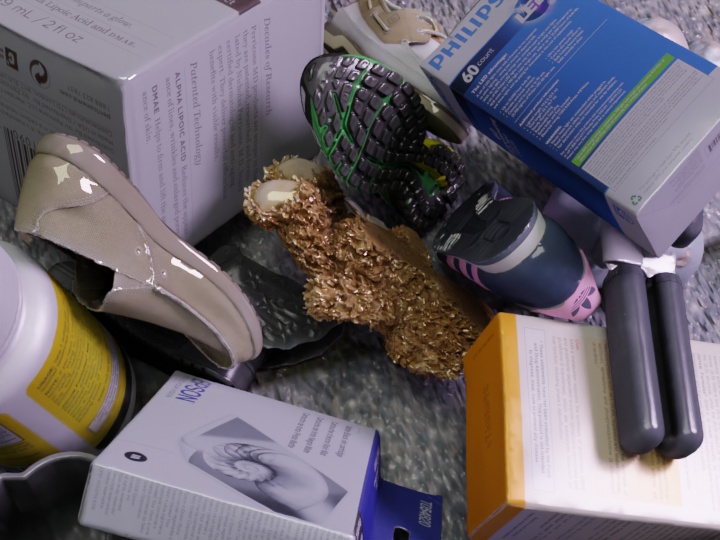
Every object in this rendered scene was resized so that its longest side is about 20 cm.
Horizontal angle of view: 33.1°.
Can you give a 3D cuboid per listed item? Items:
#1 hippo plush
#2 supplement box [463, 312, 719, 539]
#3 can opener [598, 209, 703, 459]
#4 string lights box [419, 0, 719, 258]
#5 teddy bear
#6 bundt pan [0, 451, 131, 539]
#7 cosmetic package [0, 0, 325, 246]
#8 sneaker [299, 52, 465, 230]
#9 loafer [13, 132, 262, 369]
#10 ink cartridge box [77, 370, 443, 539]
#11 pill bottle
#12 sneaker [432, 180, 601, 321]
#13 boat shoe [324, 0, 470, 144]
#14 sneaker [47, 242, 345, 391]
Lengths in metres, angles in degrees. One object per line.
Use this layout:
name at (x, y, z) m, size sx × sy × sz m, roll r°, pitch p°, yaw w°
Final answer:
hippo plush at (0.182, -0.072, 0.852) m, size 0.198 × 0.159 × 0.163 m, roll 10°, pitch 67°, yaw -14°
supplement box at (0.168, 0.109, 0.762) m, size 0.198 × 0.074 × 0.127 m, roll 9°, pitch 59°, yaw -12°
can opener at (0.181, 0.010, 0.737) m, size 0.053 × 0.067 × 0.202 m, roll 9°, pitch 59°, yaw -16°
string lights box at (0.140, -0.109, 0.760) m, size 0.103 × 0.059 × 0.200 m, roll -47°, pitch 52°, yaw -1°
teddy bear at (0.000, 0.000, 0.835) m, size 0.199 × 0.067 × 0.145 m, roll 35°, pitch 21°, yaw -19°
bundt pan at (-0.164, 0.214, 0.719) m, size 0.199 × 0.076 × 0.204 m, roll 0°, pitch 58°, yaw -1°
cosmetic package at (-0.147, -0.134, 0.853) m, size 0.164 × 0.166 × 0.200 m, roll 27°, pitch 47°, yaw 24°
sneaker at (0.002, -0.093, 0.855) m, size 0.085 × 0.200 × 0.078 m, roll 32°, pitch 84°, yaw 29°
loafer at (-0.139, 0.003, 0.745) m, size 0.075 × 0.200 × 0.069 m, roll 12°, pitch 60°, yaw 54°
ink cartridge box at (-0.041, 0.125, 0.711) m, size 0.198 × 0.200 × 0.041 m, roll 17°, pitch 100°, yaw 1°
pill bottle at (-0.221, 0.051, 0.738) m, size 0.113 × 0.200 × 0.116 m, roll -4°, pitch 66°, yaw 9°
sneaker at (0.103, -0.008, 0.823) m, size 0.082 × 0.200 × 0.070 m, roll 42°, pitch 95°, yaw -11°
boat shoe at (0.034, -0.164, 0.920) m, size 0.068 × 0.075 × 0.200 m, roll -46°, pitch 43°, yaw 1°
sneaker at (-0.115, 0.021, 0.854) m, size 0.198 × 0.060 × 0.105 m, roll 28°, pitch 63°, yaw 10°
